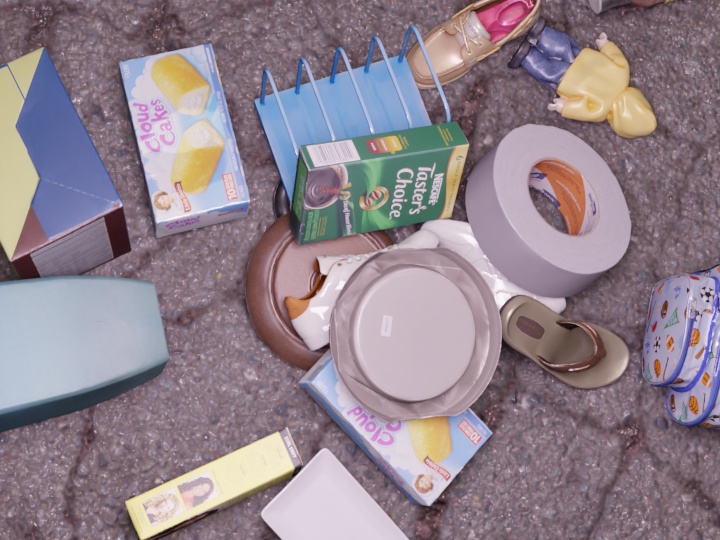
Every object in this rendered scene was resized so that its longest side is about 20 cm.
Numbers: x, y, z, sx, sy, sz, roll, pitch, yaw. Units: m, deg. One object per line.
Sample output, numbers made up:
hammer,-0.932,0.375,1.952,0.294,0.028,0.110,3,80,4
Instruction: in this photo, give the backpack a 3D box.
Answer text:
backpack,0.415,0.091,1.592,0.151,0.200,0.194,2,83,-2

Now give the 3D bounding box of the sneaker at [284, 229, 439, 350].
sneaker,0.000,0.000,1.561,0.199,0.073,0.085,-37,97,-13

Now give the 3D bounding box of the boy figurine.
boy figurine,0.289,-0.239,1.709,0.198,0.064,0.125,32,75,0

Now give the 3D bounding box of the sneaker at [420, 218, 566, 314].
sneaker,0.148,0.013,1.626,0.199,0.075,0.100,35,74,2

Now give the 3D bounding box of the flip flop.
flip flop,0.244,0.086,1.600,0.199,0.057,0.082,28,83,-32

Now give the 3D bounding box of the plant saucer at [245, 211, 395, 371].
plant saucer,-0.036,0.020,1.606,0.197,0.034,0.204,1,86,-13

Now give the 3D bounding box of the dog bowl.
dog bowl,0.054,0.070,1.505,0.197,0.059,0.204,1,88,-16

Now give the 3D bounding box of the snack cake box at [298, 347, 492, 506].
snack cake box,0.039,0.158,1.563,0.200,0.067,0.115,46,74,-9

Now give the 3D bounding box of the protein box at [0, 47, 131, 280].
protein box,-0.360,-0.102,1.522,0.134,0.200,0.200,-26,82,-12

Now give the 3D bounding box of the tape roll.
tape roll,0.224,-0.072,1.620,0.198,0.066,0.203,15,58,-24

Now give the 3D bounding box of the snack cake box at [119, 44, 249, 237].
snack cake box,-0.209,-0.154,1.615,0.113,0.067,0.203,-13,79,-11

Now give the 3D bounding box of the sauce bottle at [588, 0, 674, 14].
sauce bottle,0.388,-0.377,1.753,0.197,0.065,0.066,-16,79,-11

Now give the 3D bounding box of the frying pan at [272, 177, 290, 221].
frying pan,-0.018,-0.099,1.657,0.188,0.031,0.116,-27,83,-10

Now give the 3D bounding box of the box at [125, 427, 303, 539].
box,-0.164,0.244,1.534,0.198,0.075,0.051,-24,79,-11

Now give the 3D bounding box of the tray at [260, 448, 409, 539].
tray,-0.014,0.310,1.548,0.107,0.022,0.200,-43,97,-15

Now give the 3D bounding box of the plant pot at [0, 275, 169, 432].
plant pot,-0.321,0.084,1.522,0.197,0.141,0.143,-10,78,-17

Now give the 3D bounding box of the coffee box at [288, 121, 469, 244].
coffee box,0.021,-0.100,1.558,0.197,0.124,0.044,-10,50,-20

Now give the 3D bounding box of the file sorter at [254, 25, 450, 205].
file sorter,-0.010,-0.187,1.602,0.197,0.123,0.141,-18,75,-11

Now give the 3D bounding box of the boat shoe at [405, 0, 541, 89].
boat shoe,0.141,-0.298,1.699,0.199,0.069,0.074,-34,85,-12
